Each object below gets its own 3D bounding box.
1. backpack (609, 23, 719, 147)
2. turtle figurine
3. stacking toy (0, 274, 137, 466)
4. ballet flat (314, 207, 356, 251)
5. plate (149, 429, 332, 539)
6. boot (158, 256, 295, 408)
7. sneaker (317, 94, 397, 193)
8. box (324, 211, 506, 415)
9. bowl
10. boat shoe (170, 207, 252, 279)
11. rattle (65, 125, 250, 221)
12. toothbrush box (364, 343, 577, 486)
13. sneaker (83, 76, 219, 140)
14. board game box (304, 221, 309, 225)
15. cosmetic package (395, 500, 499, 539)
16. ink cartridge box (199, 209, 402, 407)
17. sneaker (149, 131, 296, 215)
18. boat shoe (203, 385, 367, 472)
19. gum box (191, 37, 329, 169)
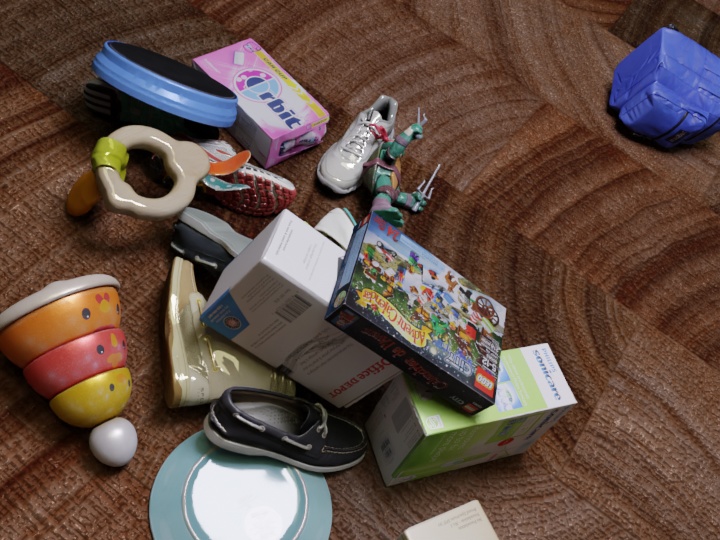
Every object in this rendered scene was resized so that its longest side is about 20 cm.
[{"bbox_3d":[0.576,-0.311,1.457,0.200,0.162,0.168,21,71,-15],"label":"backpack"},{"bbox_3d":[0.051,-0.132,1.157,0.100,0.150,0.200,2,55,18],"label":"turtle figurine"},{"bbox_3d":[-0.294,0.117,0.863,0.146,0.146,0.200,-25,84,-33],"label":"stacking toy"},{"bbox_3d":[0.000,0.000,1.081,0.069,0.070,0.200,-19,59,-30],"label":"ballet flat"},{"bbox_3d":[-0.125,0.251,0.864,0.200,0.026,0.200,10,51,-13],"label":"plate"},{"bbox_3d":[-0.158,0.073,0.958,0.155,0.073,0.200,4,47,-22],"label":"boot"},{"bbox_3d":[-0.002,-0.194,1.209,0.075,0.081,0.200,31,52,2],"label":"sneaker"},{"bbox_3d":[0.065,0.045,0.847,0.200,0.038,0.137,34,44,-19],"label":"box"},{"bbox_3d":[-0.258,-0.254,1.080,0.200,0.039,0.201,24,16,-7],"label":"bowl"},{"bbox_3d":[-0.162,-0.015,0.994,0.200,0.060,0.076,32,18,36],"label":"boat shoe"},{"bbox_3d":[-0.256,-0.106,1.034,0.200,0.143,0.130,-14,60,-41],"label":"rattle"},{"bbox_3d":[0.125,0.168,0.937,0.200,0.146,0.086,-8,58,-25],"label":"toothbrush box"},{"bbox_3d":[-0.289,-0.244,1.150,0.200,0.074,0.088,21,45,-2],"label":"sneaker"},{"bbox_3d":[-0.025,0.041,1.008,0.200,0.102,0.048,41,52,13],"label":"board game box"},{"bbox_3d":[0.120,0.359,0.840,0.103,0.073,0.200,-14,60,-28],"label":"cosmetic package"},{"bbox_3d":[-0.051,0.049,0.880,0.200,0.145,0.084,36,45,-18],"label":"ink cartridge box"},{"bbox_3d":[-0.182,-0.142,1.105,0.200,0.078,0.082,20,49,-4],"label":"sneaker"},{"bbox_3d":[-0.073,0.173,0.897,0.200,0.060,0.074,18,34,-23],"label":"boat shoe"},{"bbox_3d":[-0.151,-0.251,1.204,0.113,0.066,0.200,-32,70,-34],"label":"gum box"}]
